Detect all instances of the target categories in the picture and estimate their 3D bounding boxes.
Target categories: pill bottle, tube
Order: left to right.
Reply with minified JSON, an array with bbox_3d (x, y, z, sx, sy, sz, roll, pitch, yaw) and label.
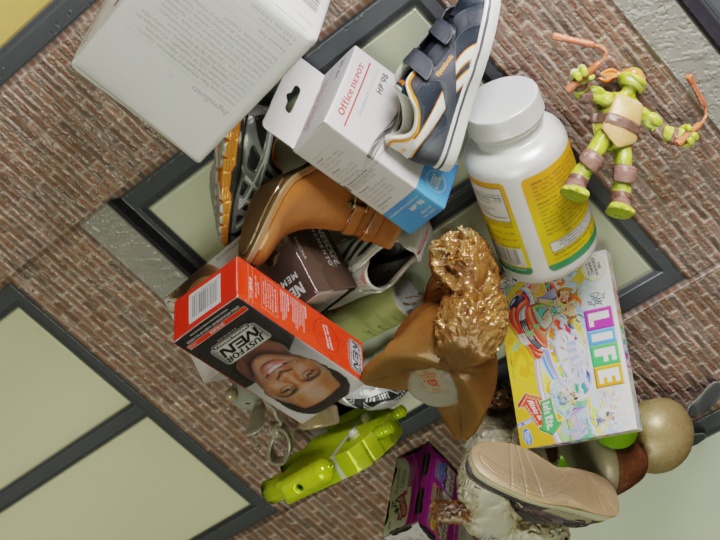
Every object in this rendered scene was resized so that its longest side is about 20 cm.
[{"bbox_3d":[-0.016,0.069,1.782,0.199,0.052,0.058,-28,102,35],"label":"tube"},{"bbox_3d":[0.173,-0.097,1.584,0.111,0.113,0.201,-12,125,18],"label":"pill bottle"}]

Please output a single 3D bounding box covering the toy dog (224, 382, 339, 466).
[{"bbox_3d":[-0.106,0.149,1.792,0.095,0.133,0.200,-2,154,-39],"label":"toy dog"}]

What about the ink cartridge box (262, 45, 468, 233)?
[{"bbox_3d":[0.008,-0.146,1.565,0.199,0.117,0.067,34,142,-18],"label":"ink cartridge box"}]

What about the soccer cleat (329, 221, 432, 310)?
[{"bbox_3d":[0.000,0.000,1.707,0.199,0.086,0.069,-32,117,29],"label":"soccer cleat"}]

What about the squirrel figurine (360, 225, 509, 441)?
[{"bbox_3d":[0.109,0.043,1.630,0.140,0.188,0.201,26,138,-3],"label":"squirrel figurine"}]

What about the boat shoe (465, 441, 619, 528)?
[{"bbox_3d":[0.194,0.246,1.666,0.198,0.073,0.065,18,131,-27],"label":"boat shoe"}]

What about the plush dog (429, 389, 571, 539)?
[{"bbox_3d":[0.165,0.243,1.813,0.158,0.172,0.202,-7,116,9],"label":"plush dog"}]

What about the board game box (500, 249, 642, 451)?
[{"bbox_3d":[0.230,0.090,1.683,0.133,0.203,0.034,-13,166,19],"label":"board game box"}]

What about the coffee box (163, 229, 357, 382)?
[{"bbox_3d":[-0.115,0.026,1.702,0.199,0.079,0.114,-37,74,31],"label":"coffee box"}]

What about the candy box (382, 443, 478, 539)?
[{"bbox_3d":[0.117,0.338,1.919,0.061,0.137,0.200,-29,118,30],"label":"candy box"}]

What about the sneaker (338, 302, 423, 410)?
[{"bbox_3d":[0.051,0.095,1.783,0.197,0.076,0.116,-7,126,9],"label":"sneaker"}]

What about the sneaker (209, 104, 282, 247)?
[{"bbox_3d":[-0.124,-0.101,1.661,0.076,0.079,0.201,-5,139,-16],"label":"sneaker"}]

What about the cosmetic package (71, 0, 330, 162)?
[{"bbox_3d":[-0.149,-0.254,1.484,0.164,0.166,0.200,37,124,-18],"label":"cosmetic package"}]

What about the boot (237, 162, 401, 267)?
[{"bbox_3d":[-0.030,-0.061,1.613,0.154,0.074,0.202,34,82,-23],"label":"boot"}]

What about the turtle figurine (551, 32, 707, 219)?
[{"bbox_3d":[0.253,-0.145,1.534,0.198,0.163,0.064,23,171,-23],"label":"turtle figurine"}]

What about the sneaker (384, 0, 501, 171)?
[{"bbox_3d":[0.081,-0.204,1.499,0.078,0.078,0.203,14,99,-10],"label":"sneaker"}]

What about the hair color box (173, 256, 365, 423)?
[{"bbox_3d":[-0.096,0.078,1.616,0.101,0.062,0.199,-34,130,27],"label":"hair color box"}]

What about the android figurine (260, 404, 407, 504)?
[{"bbox_3d":[-0.028,0.218,1.825,0.199,0.182,0.041,-30,98,30],"label":"android figurine"}]

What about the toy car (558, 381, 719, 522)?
[{"bbox_3d":[0.333,0.183,1.790,0.197,0.159,0.166,-10,136,-19],"label":"toy car"}]
